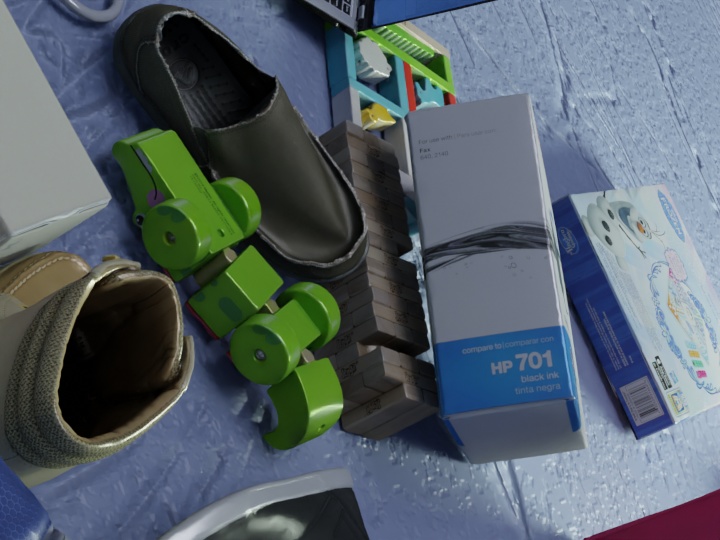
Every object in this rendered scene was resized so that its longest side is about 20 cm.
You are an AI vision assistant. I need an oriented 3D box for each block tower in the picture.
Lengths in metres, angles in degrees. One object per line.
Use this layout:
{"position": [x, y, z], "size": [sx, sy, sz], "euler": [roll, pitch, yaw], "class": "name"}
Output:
{"position": [0.000, 0.000, 0.968], "size": [0.054, 0.058, 0.200], "euler": [22, 48, -46], "class": "block tower"}

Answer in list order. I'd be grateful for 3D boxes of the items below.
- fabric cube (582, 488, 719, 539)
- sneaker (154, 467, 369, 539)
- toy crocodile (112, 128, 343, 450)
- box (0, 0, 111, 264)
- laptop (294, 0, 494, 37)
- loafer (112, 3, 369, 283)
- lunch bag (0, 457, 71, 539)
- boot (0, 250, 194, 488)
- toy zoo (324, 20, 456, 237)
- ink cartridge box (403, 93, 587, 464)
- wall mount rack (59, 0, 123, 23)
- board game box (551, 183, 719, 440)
{"position": [0.256, 0.272, 0.986], "size": [0.200, 0.196, 0.199], "euler": [50, 34, -16], "class": "fabric cube"}
{"position": [-0.045, 0.162, 0.767], "size": [0.200, 0.071, 0.099], "euler": [-5, 65, -60], "class": "sneaker"}
{"position": [-0.074, 0.008, 0.865], "size": [0.200, 0.062, 0.067], "euler": [54, 33, -3], "class": "toy crocodile"}
{"position": [-0.209, -0.098, 0.741], "size": [0.082, 0.068, 0.200], "euler": [-26, 88, -57], "class": "box"}
{"position": [0.011, -0.274, 1.105], "size": [0.200, 0.116, 0.188], "euler": [28, 43, -25], "class": "laptop"}
{"position": [-0.068, -0.073, 0.898], "size": [0.075, 0.070, 0.200], "euler": [-45, 99, -15], "class": "loafer"}
{"position": [-0.176, 0.129, 0.493], "size": [0.132, 0.200, 0.136], "euler": [57, 27, -12], "class": "lunch bag"}
{"position": [-0.130, 0.034, 0.668], "size": [0.073, 0.155, 0.200], "euler": [52, 33, -14], "class": "boot"}
{"position": [0.028, -0.109, 1.122], "size": [0.131, 0.020, 0.200], "euler": [27, 45, -41], "class": "toy zoo"}
{"position": [0.087, 0.009, 0.986], "size": [0.146, 0.086, 0.201], "euler": [58, 25, -69], "class": "ink cartridge box"}
{"position": [-0.150, -0.250, 0.931], "size": [0.174, 0.074, 0.200], "euler": [-5, 71, -55], "class": "wall mount rack"}
{"position": [0.244, 0.028, 1.297], "size": [0.199, 0.043, 0.200], "euler": [-9, 73, -56], "class": "board game box"}
